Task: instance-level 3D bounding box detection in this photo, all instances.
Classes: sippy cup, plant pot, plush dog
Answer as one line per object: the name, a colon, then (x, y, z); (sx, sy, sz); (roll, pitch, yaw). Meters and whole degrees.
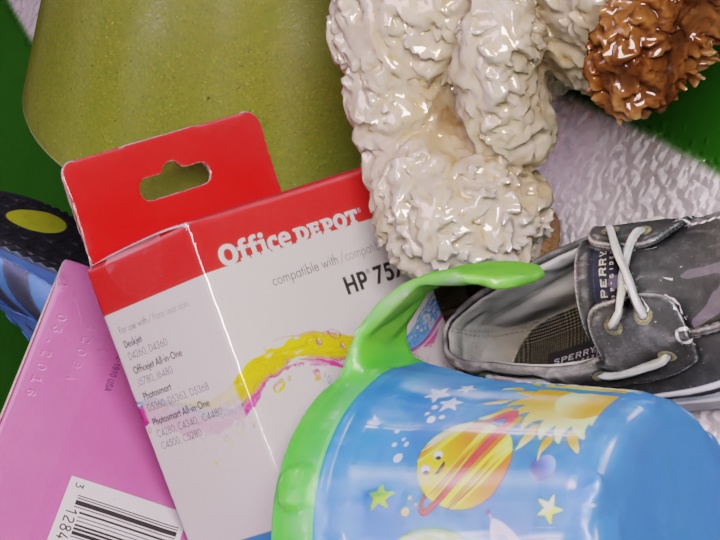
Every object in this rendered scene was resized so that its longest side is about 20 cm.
sippy cup: (0.059, 0.096, 0.909); (0.130, 0.178, 0.140); (-8, 38, 39)
plant pot: (-0.050, -0.155, 1.102); (0.187, 0.187, 0.200); (-116, 27, -51)
plush dog: (0.076, -0.113, 0.964); (0.171, 0.161, 0.200); (-15, 30, 29)

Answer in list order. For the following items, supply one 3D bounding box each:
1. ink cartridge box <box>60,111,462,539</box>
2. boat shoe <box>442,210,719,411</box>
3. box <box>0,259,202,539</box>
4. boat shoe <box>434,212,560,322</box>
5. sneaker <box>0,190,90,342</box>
ink cartridge box: (-0.028, 0.032, 1.000); (0.067, 0.116, 0.200); (-21, 89, 45)
boat shoe: (0.106, 0.016, 0.935); (0.200, 0.071, 0.072); (-30, 48, 46)
box: (-0.118, 0.131, 1.079); (0.200, 0.096, 0.176); (109, 179, -53)
boat shoe: (0.000, 0.000, 1.109); (0.200, 0.072, 0.072); (-14, 60, 54)
sneaker: (-0.137, 0.024, 1.188); (0.200, 0.066, 0.079); (28, 115, 28)
